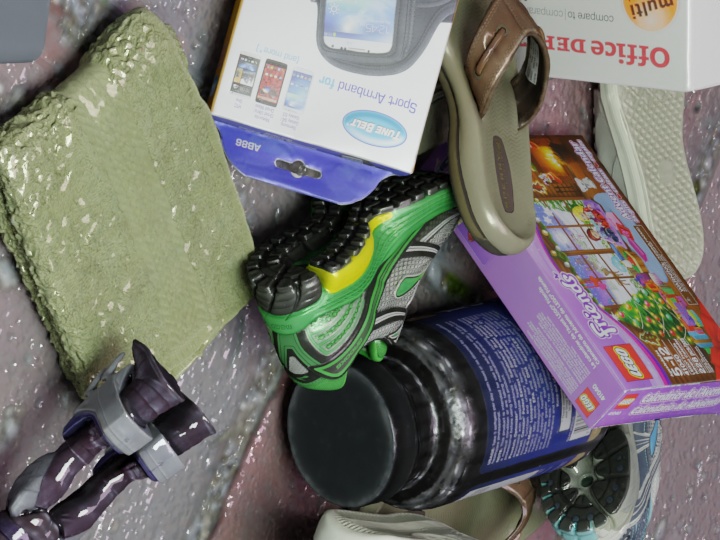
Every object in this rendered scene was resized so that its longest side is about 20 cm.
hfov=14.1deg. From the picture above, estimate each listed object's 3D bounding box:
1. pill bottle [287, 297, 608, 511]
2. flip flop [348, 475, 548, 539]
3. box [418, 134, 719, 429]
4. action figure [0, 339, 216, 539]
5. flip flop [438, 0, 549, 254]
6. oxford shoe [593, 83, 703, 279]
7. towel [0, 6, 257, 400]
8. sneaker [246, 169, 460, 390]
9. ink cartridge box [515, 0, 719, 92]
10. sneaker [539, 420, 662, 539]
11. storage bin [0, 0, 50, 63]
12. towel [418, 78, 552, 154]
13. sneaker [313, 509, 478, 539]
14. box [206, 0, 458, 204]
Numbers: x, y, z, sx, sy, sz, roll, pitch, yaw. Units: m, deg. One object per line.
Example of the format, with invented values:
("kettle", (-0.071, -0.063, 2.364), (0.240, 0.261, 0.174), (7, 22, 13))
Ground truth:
("pill bottle", (0.054, 0.080, 1.731), (0.199, 0.111, 0.113), (-11, 108, -48))
("flip flop", (0.069, 0.149, 1.806), (0.199, 0.057, 0.082), (-7, 105, -50))
("box", (0.136, 0.003, 1.756), (0.136, 0.201, 0.039), (-3, 142, -49))
("action figure", (-0.167, 0.128, 1.509), (0.200, 0.069, 0.130), (-42, 130, -8))
("flip flop", (0.080, -0.111, 1.662), (0.081, 0.057, 0.202), (2, 77, -53))
("oxford shoe", (0.174, -0.089, 1.874), (0.075, 0.058, 0.202), (-11, 93, -41))
("towel", (-0.125, -0.024, 1.555), (0.148, 0.036, 0.201), (-45, 132, -31))
("sneaker", (0.000, 0.000, 1.659), (0.200, 0.078, 0.086), (-41, 128, -49))
("ink cartridge box", (0.175, -0.218, 1.720), (0.144, 0.147, 0.202), (-17, 111, -47))
("sneaker", (0.158, 0.101, 1.866), (0.086, 0.077, 0.201), (58, 37, -47))
("storage bin", (-0.199, -0.183, 1.361), (0.134, 0.145, 0.202), (-2, 101, -59))
("towel", (0.066, -0.188, 1.737), (0.200, 0.034, 0.194), (-31, 122, -44))
("sneaker", (0.026, 0.189, 1.682), (0.200, 0.075, 0.085), (14, 94, -55))
("box", (-0.009, -0.142, 1.605), (0.118, 0.041, 0.201), (15, 85, -9))
